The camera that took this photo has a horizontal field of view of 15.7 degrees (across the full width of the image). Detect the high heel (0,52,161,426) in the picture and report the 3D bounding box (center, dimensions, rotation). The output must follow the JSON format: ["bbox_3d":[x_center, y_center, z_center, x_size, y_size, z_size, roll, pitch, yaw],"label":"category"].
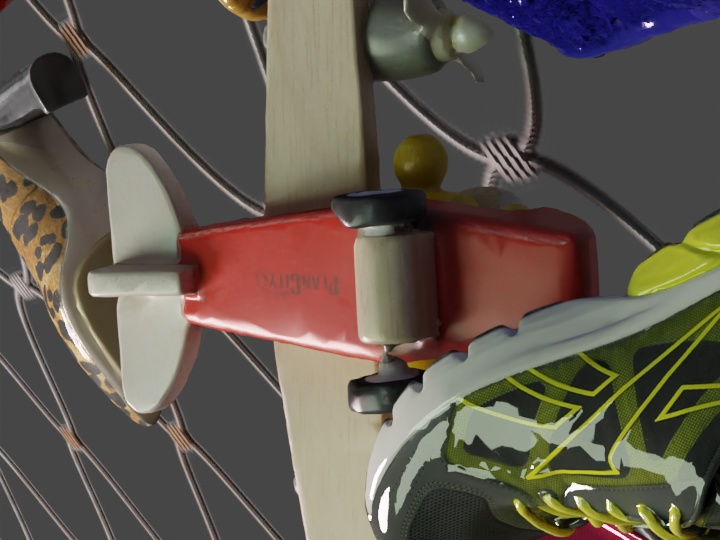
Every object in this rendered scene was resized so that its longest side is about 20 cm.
[{"bbox_3d":[-0.157,-0.009,1.381,0.143,0.071,0.200,-19,88,63],"label":"high heel"}]

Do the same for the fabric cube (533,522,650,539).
[{"bbox_3d":[0.114,0.214,0.851,0.199,0.196,0.200,38,174,-39],"label":"fabric cube"}]

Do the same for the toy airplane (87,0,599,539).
[{"bbox_3d":[0.000,0.000,0.931,0.199,0.141,0.200,54,134,29],"label":"toy airplane"}]

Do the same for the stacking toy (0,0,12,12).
[{"bbox_3d":[-0.067,-0.135,0.810,0.085,0.200,0.085,46,158,24],"label":"stacking toy"}]

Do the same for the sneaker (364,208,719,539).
[{"bbox_3d":[0.082,0.052,0.789,0.200,0.074,0.085,-35,56,31],"label":"sneaker"}]

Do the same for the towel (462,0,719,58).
[{"bbox_3d":[0.011,-0.118,0.722,0.200,0.050,0.148,24,162,-19],"label":"towel"}]

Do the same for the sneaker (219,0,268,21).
[{"bbox_3d":[-0.070,-0.183,0.929,0.088,0.075,0.200,42,153,46],"label":"sneaker"}]
